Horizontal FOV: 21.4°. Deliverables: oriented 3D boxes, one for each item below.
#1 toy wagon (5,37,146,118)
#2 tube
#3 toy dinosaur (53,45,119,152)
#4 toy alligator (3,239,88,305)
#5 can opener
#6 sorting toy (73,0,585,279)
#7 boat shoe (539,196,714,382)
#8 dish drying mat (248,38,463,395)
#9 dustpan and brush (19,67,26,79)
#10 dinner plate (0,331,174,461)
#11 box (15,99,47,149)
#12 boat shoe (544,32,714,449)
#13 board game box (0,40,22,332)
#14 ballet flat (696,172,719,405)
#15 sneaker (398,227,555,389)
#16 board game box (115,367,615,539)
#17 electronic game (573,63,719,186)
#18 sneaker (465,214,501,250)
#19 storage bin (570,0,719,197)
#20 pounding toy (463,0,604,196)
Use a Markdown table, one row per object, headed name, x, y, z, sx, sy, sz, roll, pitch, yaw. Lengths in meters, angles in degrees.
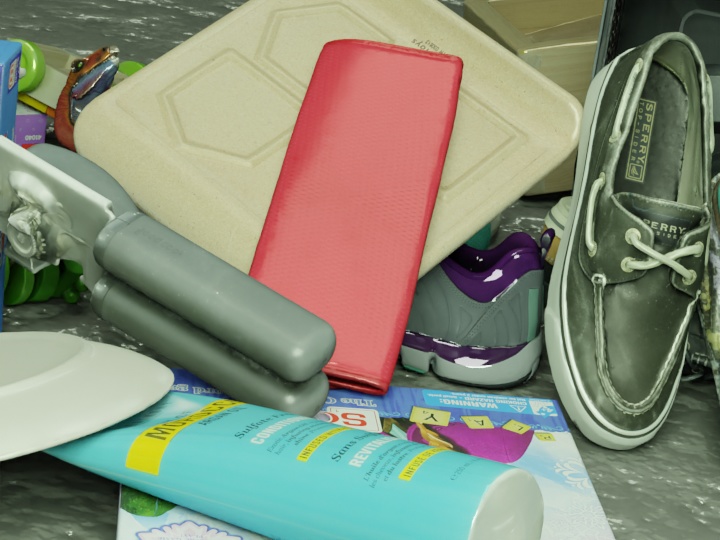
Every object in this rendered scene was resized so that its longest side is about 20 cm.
| name | x | y | z | sx | sy | sz | roll | pitch | yaw |
| --- | --- | --- | --- | --- | --- | --- | --- | --- | --- |
| toy wagon | -0.138 | -0.098 | 1.216 | 0.199 | 0.040 | 0.155 | 28 | 11 | 20 |
| tube | -0.028 | 0.076 | 0.710 | 0.198 | 0.051 | 0.077 | 12 | 13 | 35 |
| toy dinosaur | -0.118 | -0.077 | 1.045 | 0.180 | 0.106 | 0.199 | 11 | 11 | 28 |
| toy alligator | -0.166 | -0.006 | 0.992 | 0.199 | 0.059 | 0.055 | 9 | 54 | -38 |
| can opener | -0.086 | -0.006 | 0.834 | 0.199 | 0.054 | 0.067 | 29 | 42 | 23 |
| sorting toy | -0.014 | -0.066 | 0.954 | 0.185 | 0.037 | 0.200 | 38 | 59 | 21 |
| boat shoe | 0.181 | 0.029 | 1.016 | 0.198 | 0.063 | 0.075 | 26 | 19 | 3 |
| dish drying mat | -0.004 | -0.030 | 0.894 | 0.076 | 0.018 | 0.201 | 11 | 54 | 4 |
| dustpan and brush | -0.252 | -0.066 | 0.968 | 0.198 | 0.058 | 0.139 | -5 | -3 | 25 |
| dinner plate | -0.175 | 0.052 | 0.778 | 0.198 | 0.025 | 0.200 | -8 | 11 | 1 |
| box | -0.306 | -0.114 | 1.241 | 0.136 | 0.040 | 0.200 | -3 | 23 | -33 |
| boat shoe | 0.134 | -0.016 | 0.920 | 0.070 | 0.202 | 0.064 | 7 | -12 | -14 |
| board game box | -0.266 | -0.044 | 0.900 | 0.198 | 0.154 | 0.045 | 7 | 20 | 0 |
| ballet flat | 0.200 | 0.047 | 0.926 | 0.071 | 0.072 | 0.202 | 3 | 58 | -13 |
| sneaker | 0.000 | 0.000 | 0.979 | 0.198 | 0.088 | 0.075 | 8 | 20 | -2 |
| board game box | 0.000 | 0.102 | 0.767 | 0.198 | 0.042 | 0.200 | 5 | 20 | -8 |
| electronic game | 0.212 | -0.034 | 1.030 | 0.198 | 0.201 | 0.042 | 14 | 52 | 15 |
| sneaker | 0.049 | -0.048 | 1.142 | 0.077 | 0.080 | 0.200 | 9 | 21 | 4 |
| storage bin | 0.205 | -0.087 | 1.129 | 0.134 | 0.202 | 0.094 | 12 | 21 | 13 |
| pounding toy | 0.191 | -0.111 | 1.331 | 0.198 | 0.144 | 0.184 | -7 | 22 | -9 |
